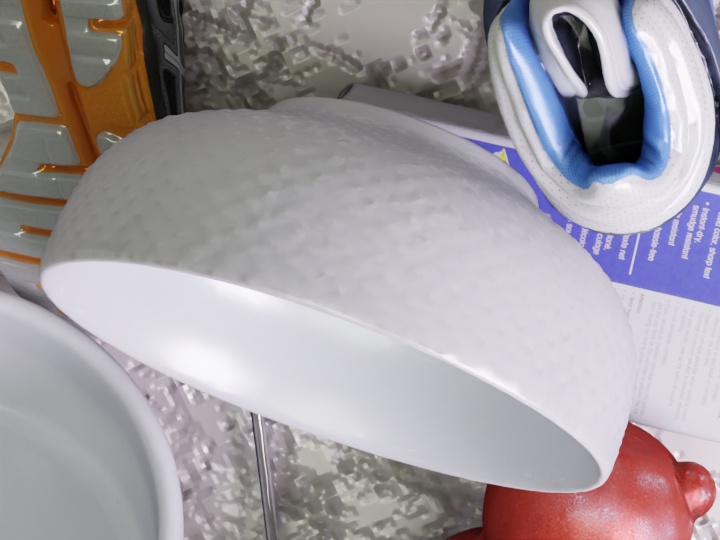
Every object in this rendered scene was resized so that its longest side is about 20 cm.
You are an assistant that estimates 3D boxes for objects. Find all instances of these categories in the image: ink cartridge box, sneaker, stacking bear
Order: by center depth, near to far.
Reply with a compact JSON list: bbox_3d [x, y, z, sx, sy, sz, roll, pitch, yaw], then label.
[{"bbox_3d":[0.077,-0.111,0.919,0.080,0.146,0.200,-7,95,9],"label":"sneaker"},{"bbox_3d":[-0.090,-0.061,1.018,0.078,0.077,0.200,7,127,12],"label":"sneaker"},{"bbox_3d":[0.081,0.001,1.027,0.200,0.037,0.095,14,109,7],"label":"ink cartridge box"},{"bbox_3d":[0.054,0.140,1.035,0.121,0.114,0.200,26,109,0],"label":"stacking bear"}]

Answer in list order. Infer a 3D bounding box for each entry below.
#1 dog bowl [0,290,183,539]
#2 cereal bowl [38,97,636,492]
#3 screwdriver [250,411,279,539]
[{"bbox_3d":[-0.163,0.105,1.012,0.200,0.200,0.079,15,148,4],"label":"dog bowl"},{"bbox_3d":[0.000,0.000,0.932,0.200,0.200,0.083,18,76,3],"label":"cereal bowl"},{"bbox_3d":[-0.034,0.061,1.071,0.029,0.028,0.200,-16,109,-16],"label":"screwdriver"}]
